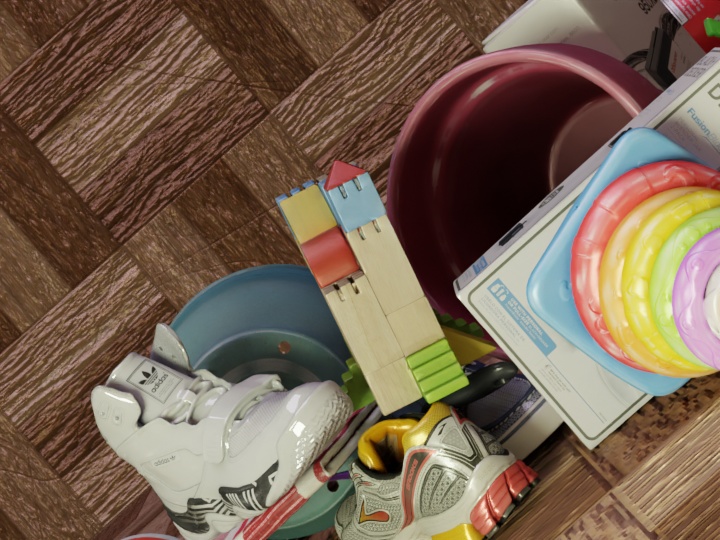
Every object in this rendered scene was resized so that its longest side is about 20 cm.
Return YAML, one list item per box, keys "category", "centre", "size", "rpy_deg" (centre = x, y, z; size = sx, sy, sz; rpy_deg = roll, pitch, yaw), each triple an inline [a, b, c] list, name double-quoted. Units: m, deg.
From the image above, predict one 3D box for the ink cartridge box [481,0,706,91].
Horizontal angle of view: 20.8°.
- category: "ink cartridge box"
  centre: [0.197, -0.130, 1.422]
  size: [0.084, 0.200, 0.145]
  rpy_deg: [-40, 4, 29]

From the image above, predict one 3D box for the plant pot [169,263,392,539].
- category: "plant pot"
  centre: [-0.060, 0.099, 1.379]
  size: [0.200, 0.200, 0.188]
  rpy_deg: [-41, 1, 2]

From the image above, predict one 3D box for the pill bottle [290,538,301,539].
- category: "pill bottle"
  centre: [-0.087, 0.169, 1.633]
  size: [0.112, 0.112, 0.200]
  rpy_deg: [-41, 3, 3]

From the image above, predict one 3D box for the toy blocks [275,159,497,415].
- category: "toy blocks"
  centre: [0.000, 0.000, 1.143]
  size: [0.099, 0.138, 0.200]
  rpy_deg: [-26, 7, -2]

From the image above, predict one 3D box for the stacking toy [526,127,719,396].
- category: "stacking toy"
  centre: [0.171, 0.008, 0.924]
  size: [0.117, 0.109, 0.200]
  rpy_deg: [-56, 15, -2]

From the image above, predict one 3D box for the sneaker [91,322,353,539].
- category: "sneaker"
  centre: [-0.088, 0.084, 1.121]
  size: [0.075, 0.115, 0.200]
  rpy_deg: [-47, 4, -34]

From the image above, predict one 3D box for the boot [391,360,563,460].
- category: "boot"
  centre: [0.059, 0.081, 1.222]
  size: [0.073, 0.090, 0.200]
  rpy_deg: [-42, 3, -21]

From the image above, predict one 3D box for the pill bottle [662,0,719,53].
- category: "pill bottle"
  centre: [0.343, -0.244, 2.014]
  size: [0.200, 0.112, 0.112]
  rpy_deg: [-41, 3, 10]

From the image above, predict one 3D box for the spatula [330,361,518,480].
- category: "spatula"
  centre: [0.036, 0.096, 1.174]
  size: [0.056, 0.021, 0.200]
  rpy_deg: [0, -28, -32]

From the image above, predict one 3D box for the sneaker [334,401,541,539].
- category: "sneaker"
  centre: [0.031, 0.119, 1.127]
  size: [0.078, 0.082, 0.200]
  rpy_deg: [-44, 3, -28]

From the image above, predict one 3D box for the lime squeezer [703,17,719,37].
- category: "lime squeezer"
  centre: [0.337, -0.155, 1.351]
  size: [0.198, 0.071, 0.038]
  rpy_deg: [-12, -20, -10]

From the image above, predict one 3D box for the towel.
- category: "towel"
  centre: [-0.062, 0.147, 1.194]
  size: [0.200, 0.023, 0.144]
  rpy_deg: [-45, 1, 28]

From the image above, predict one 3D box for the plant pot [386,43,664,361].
- category: "plant pot"
  centre: [0.144, -0.051, 1.275]
  size: [0.200, 0.201, 0.179]
  rpy_deg: [-39, -12, 30]

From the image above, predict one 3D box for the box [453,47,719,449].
- category: "box"
  centre: [0.160, -0.014, 1.064]
  size: [0.200, 0.117, 0.060]
  rpy_deg: [-40, 3, 4]

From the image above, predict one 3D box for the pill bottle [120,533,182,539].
- category: "pill bottle"
  centre: [-0.155, 0.254, 1.282]
  size: [0.112, 0.113, 0.200]
  rpy_deg: [-40, 4, 14]
